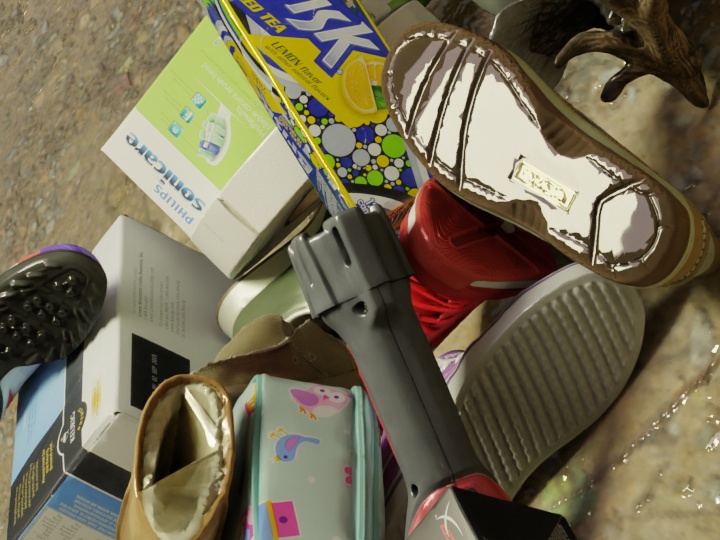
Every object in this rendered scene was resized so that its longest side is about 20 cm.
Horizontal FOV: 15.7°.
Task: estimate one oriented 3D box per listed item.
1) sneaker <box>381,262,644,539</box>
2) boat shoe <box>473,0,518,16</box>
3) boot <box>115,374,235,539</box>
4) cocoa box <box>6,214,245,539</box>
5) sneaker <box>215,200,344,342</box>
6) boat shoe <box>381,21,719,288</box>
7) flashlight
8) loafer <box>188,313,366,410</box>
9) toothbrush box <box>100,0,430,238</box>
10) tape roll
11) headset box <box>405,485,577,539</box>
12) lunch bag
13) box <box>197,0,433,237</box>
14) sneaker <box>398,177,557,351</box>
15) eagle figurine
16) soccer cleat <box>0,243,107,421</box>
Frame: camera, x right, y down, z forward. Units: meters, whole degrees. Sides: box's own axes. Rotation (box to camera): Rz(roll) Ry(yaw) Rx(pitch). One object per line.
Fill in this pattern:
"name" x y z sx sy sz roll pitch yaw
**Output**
"sneaker" 0.065 0.051 1.310 0.201 0.073 0.114 -51 21 26
"boat shoe" 0.108 -0.199 1.519 0.071 0.070 0.201 -40 7 -17
"boot" -0.106 0.175 1.307 0.200 0.066 0.176 109 163 -56
"cocoa box" -0.128 0.092 1.605 0.131 0.133 0.200 -51 25 28
"sneaker" 0.000 0.000 1.535 0.200 0.067 0.090 -46 44 21
"boat shoe" 0.092 -0.050 1.265 0.200 0.076 0.072 43 109 32
"flashlight" 0.025 0.071 1.231 0.068 0.201 0.068 -27 -7 27
"loafer" -0.058 0.067 1.426 0.076 0.067 0.200 -48 -18 16
"toothbrush box" -0.050 -0.133 1.635 0.200 0.086 0.146 -47 -4 29
"tape roll" -0.022 -0.078 1.573 0.203 0.037 0.203 -47 -2 -2
"headset box" 0.035 0.219 1.132 0.200 0.075 0.149 -52 41 24
"lunch bag" -0.037 0.167 1.324 0.161 0.077 0.200 -94 12 -45
"box" -0.020 -0.107 1.443 0.070 0.200 0.064 -28 -19 -11
"sneaker" 0.039 0.014 1.331 0.116 0.078 0.200 -51 -9 15
"eagle figurine" 0.138 -0.177 1.345 0.200 0.150 0.152 -100 31 -41
"soccer cleat" -0.212 0.032 1.598 0.200 0.068 0.073 -47 22 42
